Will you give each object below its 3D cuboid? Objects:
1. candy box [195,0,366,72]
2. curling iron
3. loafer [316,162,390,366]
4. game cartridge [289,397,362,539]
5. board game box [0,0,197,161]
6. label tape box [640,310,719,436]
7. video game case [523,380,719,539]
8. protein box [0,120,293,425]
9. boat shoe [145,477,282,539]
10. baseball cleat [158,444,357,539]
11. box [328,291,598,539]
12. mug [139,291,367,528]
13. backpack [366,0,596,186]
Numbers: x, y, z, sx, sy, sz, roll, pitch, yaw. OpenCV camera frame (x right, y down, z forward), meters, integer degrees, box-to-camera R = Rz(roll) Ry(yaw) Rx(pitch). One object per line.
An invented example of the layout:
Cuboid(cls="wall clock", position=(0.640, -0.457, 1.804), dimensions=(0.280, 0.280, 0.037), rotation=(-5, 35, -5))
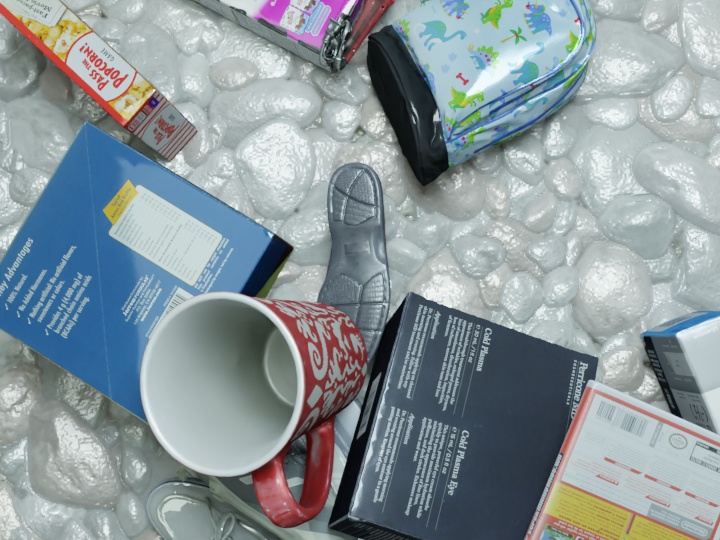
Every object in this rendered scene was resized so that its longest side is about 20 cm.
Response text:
Cuboid(cls="candy box", position=(-0.085, -0.307, 0.890), dimensions=(0.199, 0.061, 0.137), rotation=(29, 88, 5))
Cuboid(cls="curling iron", position=(0.018, -0.263, 0.859), dimensions=(0.025, 0.050, 0.201), rotation=(27, 59, 13))
Cuboid(cls="loafer", position=(0.000, 0.000, 0.861), dimensions=(0.071, 0.063, 0.202), rotation=(2, 87, 14))
Cuboid(cls="game cartridge", position=(-0.040, 0.185, 0.861), dimensions=(0.133, 0.040, 0.201), rotation=(-35, 84, -3))
Cuboid(cls="board game box", position=(-0.256, -0.199, 0.847), dimensions=(0.200, 0.152, 0.046), rotation=(42, 89, 6))
Cuboid(cls="label tape box", position=(0.325, 0.138, 0.787), dimensions=(0.066, 0.143, 0.202), rotation=(-19, 85, 4))
Cuboid(cls="video game case", position=(0.206, 0.206, 0.699), dimensions=(0.142, 0.017, 0.201), rotation=(23, 87, -5))
Cuboid(cls="protein box", position=(-0.203, 0.007, 0.834), dimensions=(0.199, 0.135, 0.199), rotation=(31, 88, 5))
Cuboid(cls="boat shoe", position=(-0.121, 0.265, 0.833), dimensions=(0.201, 0.086, 0.075), rotation=(35, 88, 5))
Cuboid(cls="baseball cleat", position=(-0.080, 0.182, 0.812), dimensions=(0.200, 0.070, 0.107), rotation=(40, 69, -9))
Cuboid(cls="box", position=(0.090, 0.151, 0.780), dimensions=(0.181, 0.104, 0.201), rotation=(19, 67, -4))
Cuboid(cls="mug", position=(-0.076, 0.104, 0.744), dimensions=(0.132, 0.200, 0.179), rotation=(7, 92, 17))
Cuboid(cls="backpack", position=(0.122, -0.197, 0.839), dimensions=(0.198, 0.154, 0.164), rotation=(-16, 70, -10))
